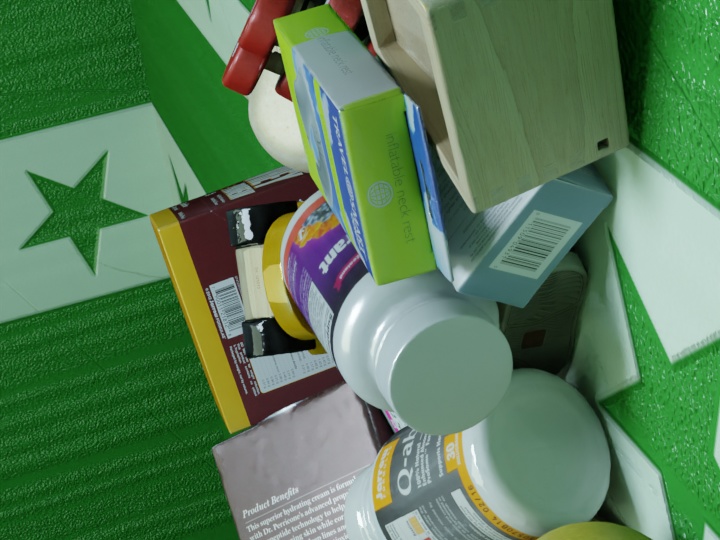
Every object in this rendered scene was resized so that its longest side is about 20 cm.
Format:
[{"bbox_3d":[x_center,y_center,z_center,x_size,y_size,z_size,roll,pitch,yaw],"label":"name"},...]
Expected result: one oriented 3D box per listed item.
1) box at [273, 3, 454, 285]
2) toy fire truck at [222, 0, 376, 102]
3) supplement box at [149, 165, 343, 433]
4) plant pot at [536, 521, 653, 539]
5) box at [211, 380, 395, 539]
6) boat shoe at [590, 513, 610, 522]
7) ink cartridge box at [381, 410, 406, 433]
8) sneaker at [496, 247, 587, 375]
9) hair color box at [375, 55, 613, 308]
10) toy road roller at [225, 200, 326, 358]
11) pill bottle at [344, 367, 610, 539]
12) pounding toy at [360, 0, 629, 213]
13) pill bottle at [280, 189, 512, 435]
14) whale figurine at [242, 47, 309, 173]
[{"bbox_3d":[0.000,-0.078,1.105,0.200,0.047,0.123,-122,16,-61],"label":"box"},{"bbox_3d":[-0.017,-0.206,1.326,0.200,0.112,0.169,135,157,-71],"label":"toy fire truck"},{"bbox_3d":[-0.065,0.012,1.621,0.133,0.199,0.198,-146,37,-78],"label":"supplement box"},{"bbox_3d":[0.142,0.239,1.074,0.142,0.199,0.201,-74,-19,-53],"label":"plant pot"},{"bbox_3d":[0.000,0.221,1.579,0.164,0.165,0.201,15,-127,-60],"label":"box"},{"bbox_3d":[0.138,0.203,1.257,0.200,0.072,0.073,-143,35,-71],"label":"boat shoe"},{"bbox_3d":[0.084,0.169,1.439,0.201,0.043,0.174,61,171,-4],"label":"ink cartridge box"},{"bbox_3d":[0.101,0.009,1.220,0.200,0.074,0.107,109,150,-55],"label":"sneaker"},{"bbox_3d":[0.073,-0.084,1.127,0.099,0.060,0.201,-53,43,29],"label":"hair color box"},{"bbox_3d":[0.000,0.000,1.386,0.145,0.199,0.124,-9,89,41],"label":"toy road roller"},{"bbox_3d":[0.075,0.151,1.237,0.200,0.116,0.117,-37,67,52],"label":"pill bottle"},{"bbox_3d":[0.073,-0.182,0.990,0.185,0.141,0.200,72,172,-49],"label":"pounding toy"},{"bbox_3d":[0.025,0.024,1.158,0.200,0.111,0.112,-127,25,-59],"label":"pill bottle"},{"bbox_3d":[-0.032,-0.181,1.494,0.104,0.158,0.201,1,-106,-60],"label":"whale figurine"}]
